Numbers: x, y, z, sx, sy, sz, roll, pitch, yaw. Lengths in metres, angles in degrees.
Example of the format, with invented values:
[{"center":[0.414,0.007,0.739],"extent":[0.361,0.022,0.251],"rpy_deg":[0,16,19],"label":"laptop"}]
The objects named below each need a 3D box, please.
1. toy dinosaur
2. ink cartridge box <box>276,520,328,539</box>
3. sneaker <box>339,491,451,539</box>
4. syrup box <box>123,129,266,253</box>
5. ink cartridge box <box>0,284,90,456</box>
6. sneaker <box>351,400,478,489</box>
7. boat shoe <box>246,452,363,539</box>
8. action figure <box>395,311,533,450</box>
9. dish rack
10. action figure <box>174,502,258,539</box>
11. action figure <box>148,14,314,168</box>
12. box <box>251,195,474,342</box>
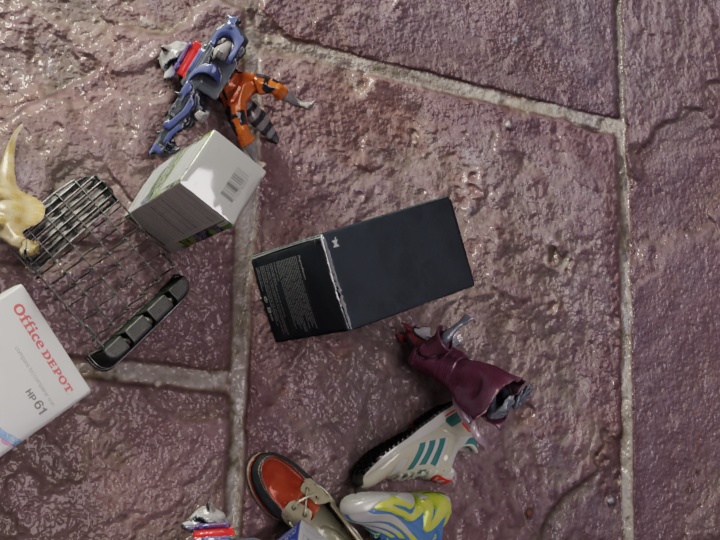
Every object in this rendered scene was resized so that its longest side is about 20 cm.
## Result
[{"center":[-0.408,-0.074,1.268],"extent":[0.100,0.059,0.201],"rpy_deg":[-7,52,-19],"label":"toy dinosaur"},{"center":[-0.033,0.401,1.392],"extent":[0.200,0.094,0.044],"rpy_deg":[40,25,-18],"label":"ink cartridge box"},{"center":[0.051,0.338,1.446],"extent":[0.199,0.075,0.106],"rpy_deg":[11,76,-45],"label":"sneaker"},{"center":[-0.197,-0.088,1.316],"extent":[0.081,0.199,0.079],"rpy_deg":[38,65,-18],"label":"syrup box"},{"center":[-0.417,0.129,1.216],"extent":[0.199,0.084,0.145],"rpy_deg":[-37,101,-31],"label":"ink cartridge box"},{"center":[0.081,0.254,1.501],"extent":[0.199,0.070,0.094],"rpy_deg":[-30,91,-34],"label":"sneaker"},{"center":[-0.063,0.305,1.412],"extent":[0.071,0.062,0.201],"rpy_deg":[-45,103,-27],"label":"boat shoe"},{"center":[0.125,0.139,1.512],"extent":[0.199,0.134,0.150],"rpy_deg":[28,74,22],"label":"action figure"},{"center":[-0.307,-0.003,1.324],"extent":[0.201,0.054,0.153],"rpy_deg":[51,60,-12],"label":"dish rack"},{"center":[-0.199,0.370,1.313],"extent":[0.198,0.105,0.196],"rpy_deg":[6,70,-4],"label":"action figure"},{"center":[-0.185,-0.210,1.429],"extent":[0.193,0.105,0.201],"rpy_deg":[39,89,-12],"label":"action figure"},{"center":[0.000,0.000,1.422],"extent":[0.198,0.196,0.125],"rpy_deg":[-18,91,-31],"label":"box"}]
